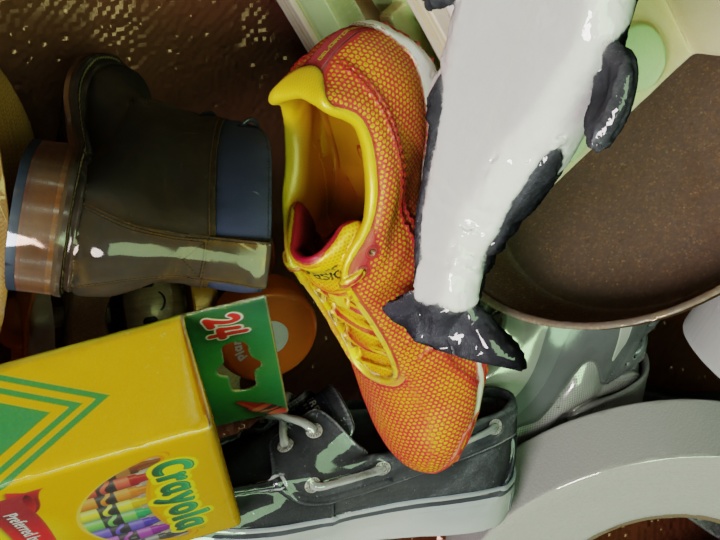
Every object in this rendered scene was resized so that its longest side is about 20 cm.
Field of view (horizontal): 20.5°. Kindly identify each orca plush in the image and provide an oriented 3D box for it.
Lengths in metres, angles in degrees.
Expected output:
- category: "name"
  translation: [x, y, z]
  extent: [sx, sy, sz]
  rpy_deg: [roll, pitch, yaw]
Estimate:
- category: "orca plush"
  translation: [0.075, -0.061, 0.734]
  extent: [0.071, 0.105, 0.202]
  rpy_deg: [-8, 111, -42]

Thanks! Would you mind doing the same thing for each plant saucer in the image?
- category: "plant saucer"
  translation: [0.125, -0.052, 0.888]
  extent: [0.200, 0.200, 0.037]
  rpy_deg: [-42, 138, -3]

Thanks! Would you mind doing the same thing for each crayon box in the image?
- category: "crayon box"
  translation: [-0.122, 0.078, 0.780]
  extent: [0.198, 0.051, 0.127]
  rpy_deg: [-16, 156, -4]

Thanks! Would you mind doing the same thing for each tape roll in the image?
- category: "tape roll"
  translation: [0.141, 0.140, 0.986]
  extent: [0.200, 0.037, 0.204]
  rpy_deg: [-5, 138, -4]

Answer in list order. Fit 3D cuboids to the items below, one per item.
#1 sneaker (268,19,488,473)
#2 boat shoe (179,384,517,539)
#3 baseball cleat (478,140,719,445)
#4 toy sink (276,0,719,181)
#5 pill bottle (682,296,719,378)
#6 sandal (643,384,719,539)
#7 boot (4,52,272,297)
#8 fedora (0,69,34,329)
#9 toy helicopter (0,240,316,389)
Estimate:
- category: "sneaker"
  translation: [0.000, 0.000, 0.804]
  extent: [0.077, 0.073, 0.202]
  rpy_deg: [-37, 124, -38]
- category: "boat shoe"
  translation: [-0.021, 0.084, 0.880]
  extent: [0.198, 0.072, 0.068]
  rpy_deg: [-3, 115, -18]
- category: "baseball cleat"
  translation: [0.126, 0.007, 0.951]
  extent: [0.200, 0.070, 0.106]
  rpy_deg: [-40, 125, 7]
- category: "toy sink"
  translation: [0.055, -0.118, 0.817]
  extent: [0.112, 0.199, 0.131]
  rpy_deg: [-42, 119, -19]
- category: "pill bottle"
  translation: [0.238, -0.029, 0.896]
  extent: [0.109, 0.110, 0.201]
  rpy_deg: [23, 111, -26]
- category: "sandal"
  translation: [0.161, 0.088, 1.030]
  extent: [0.199, 0.048, 0.076]
  rpy_deg: [20, 102, -13]
- category: "boot"
  translation: [-0.079, -0.034, 0.797]
  extent: [0.096, 0.200, 0.075]
  rpy_deg: [9, 113, -2]
- category: "fedora"
  translation: [-0.188, -0.033, 0.808]
  extent: [0.082, 0.199, 0.203]
  rpy_deg: [-18, 119, -52]
- category: "toy helicopter"
  translation: [-0.118, 0.053, 0.892]
  extent: [0.131, 0.079, 0.201]
  rpy_deg: [17, 114, -31]
